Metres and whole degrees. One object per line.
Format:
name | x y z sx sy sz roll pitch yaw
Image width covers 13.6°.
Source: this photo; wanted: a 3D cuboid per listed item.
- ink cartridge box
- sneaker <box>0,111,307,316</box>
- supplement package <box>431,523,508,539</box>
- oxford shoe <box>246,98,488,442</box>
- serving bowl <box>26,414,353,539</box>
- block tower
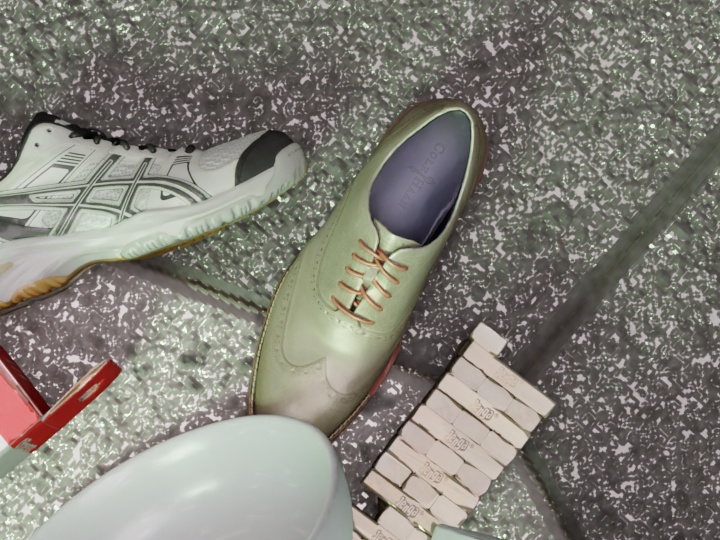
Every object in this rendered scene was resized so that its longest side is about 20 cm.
ink cartridge box | -0.213 0.087 1.459 0.200 0.116 0.067 -40 88 -4
sneaker | -0.128 -0.044 1.490 0.199 0.076 0.088 -19 87 -3
supplement package | 0.122 0.243 1.412 0.199 0.147 0.192 19 85 -23
oxford shoe | 0.000 0.000 1.491 0.070 0.074 0.201 25 86 0
serving bowl | -0.084 0.157 1.434 0.200 0.200 0.066 -33 116 -3
block tower | 0.020 0.121 1.495 0.058 0.054 0.200 36 86 0
